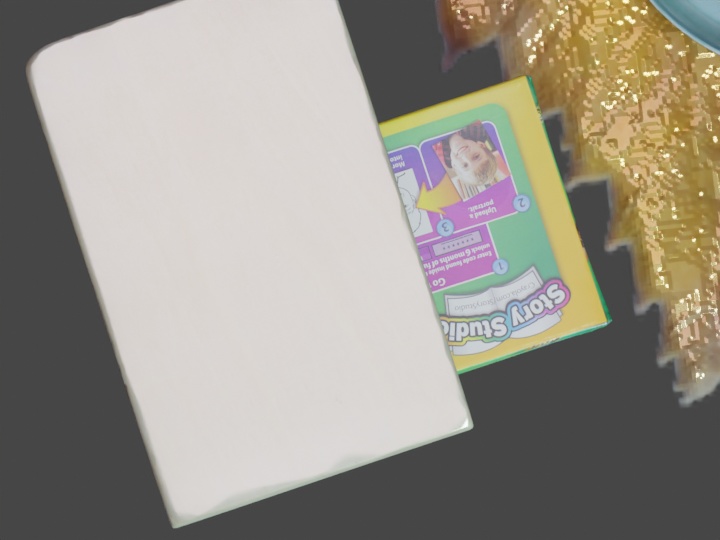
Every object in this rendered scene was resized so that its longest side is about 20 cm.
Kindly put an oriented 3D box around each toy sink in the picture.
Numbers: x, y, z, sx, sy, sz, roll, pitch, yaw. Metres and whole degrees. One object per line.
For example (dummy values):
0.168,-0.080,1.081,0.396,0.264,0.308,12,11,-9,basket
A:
-0.047,-0.011,1.032,0.130,0.112,0.200,-19,92,-3,toy sink

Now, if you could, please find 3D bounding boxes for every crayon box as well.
0.000,0.000,1.117,0.200,0.058,0.119,-18,87,-3,crayon box

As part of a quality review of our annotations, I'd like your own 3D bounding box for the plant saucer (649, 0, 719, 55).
0.208,-0.188,1.155,0.200,0.027,0.201,0,86,-1,plant saucer
